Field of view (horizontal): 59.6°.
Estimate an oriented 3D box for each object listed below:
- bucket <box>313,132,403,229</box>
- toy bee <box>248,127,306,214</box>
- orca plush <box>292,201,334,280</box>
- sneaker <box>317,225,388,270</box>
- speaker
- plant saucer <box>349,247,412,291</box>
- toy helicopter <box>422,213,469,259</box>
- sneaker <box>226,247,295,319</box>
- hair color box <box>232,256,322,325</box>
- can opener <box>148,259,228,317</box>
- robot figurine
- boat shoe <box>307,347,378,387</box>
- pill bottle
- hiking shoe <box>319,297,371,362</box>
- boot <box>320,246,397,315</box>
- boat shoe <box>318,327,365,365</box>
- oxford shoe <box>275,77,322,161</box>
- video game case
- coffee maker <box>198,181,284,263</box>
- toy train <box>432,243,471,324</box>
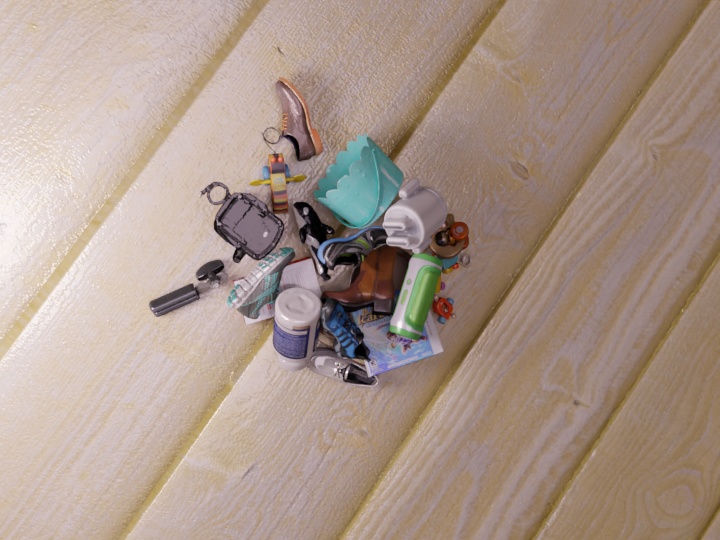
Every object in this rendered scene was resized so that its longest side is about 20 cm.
[{"bbox_3d":[-0.003,-0.208,1.505,0.134,0.207,0.208,36,86,-19],"label":"bucket"},{"bbox_3d":[-0.207,-0.234,1.496,0.130,0.109,0.202,-29,101,-8],"label":"toy bee"},{"bbox_3d":[-0.097,-0.077,1.521,0.070,0.105,0.203,-18,84,16],"label":"orca plush"},{"bbox_3d":[-0.003,-0.046,1.496,0.197,0.071,0.083,-18,57,-23],"label":"sneaker"},{"bbox_3d":[0.135,0.062,1.520,0.087,0.088,0.203,20,85,-14],"label":"speaker"},{"bbox_3d":[0.065,0.037,1.623,0.197,0.032,0.203,-1,94,-14],"label":"plant saucer"},{"bbox_3d":[0.177,-0.108,1.594,0.132,0.079,0.201,-38,68,-4],"label":"toy helicopter"},{"bbox_3d":[-0.219,0.031,1.478,0.200,0.078,0.091,-45,117,-4],"label":"sneaker"},{"bbox_3d":[-0.202,0.048,1.542,0.197,0.064,0.112,-17,98,-13],"label":"hair color box"},{"bbox_3d":[-0.410,0.046,1.503,0.198,0.053,0.067,-29,66,-12],"label":"can opener"},{"bbox_3d":[0.132,-0.127,1.482,0.200,0.112,0.172,-39,127,-43],"label":"robot figurine"},{"bbox_3d":[-0.046,0.253,1.594,0.198,0.066,0.073,24,89,-14],"label":"boat shoe"},{"bbox_3d":[-0.153,0.146,1.496,0.109,0.112,0.202,-2,135,-14],"label":"pill bottle"},{"bbox_3d":[-0.030,0.137,1.472,0.075,0.086,0.201,-61,147,-31],"label":"hiking shoe"},{"bbox_3d":[0.000,0.000,1.541,0.185,0.069,0.203,5,73,-3],"label":"boot"},{"bbox_3d":[-0.027,0.179,1.594,0.198,0.072,0.073,30,88,-8],"label":"boat shoe"},{"bbox_3d":[-0.162,-0.362,1.509,0.072,0.071,0.202,-30,101,-21],"label":"oxford shoe"},{"bbox_3d":[0.087,0.148,1.573,0.197,0.045,0.184,-17,80,-12],"label":"video game case"},{"bbox_3d":[-0.274,-0.124,1.439,0.134,0.200,0.194,-30,103,-12],"label":"coffee maker"},{"bbox_3d":[0.215,0.028,1.647,0.150,0.055,0.202,37,69,-38],"label":"toy train"}]
